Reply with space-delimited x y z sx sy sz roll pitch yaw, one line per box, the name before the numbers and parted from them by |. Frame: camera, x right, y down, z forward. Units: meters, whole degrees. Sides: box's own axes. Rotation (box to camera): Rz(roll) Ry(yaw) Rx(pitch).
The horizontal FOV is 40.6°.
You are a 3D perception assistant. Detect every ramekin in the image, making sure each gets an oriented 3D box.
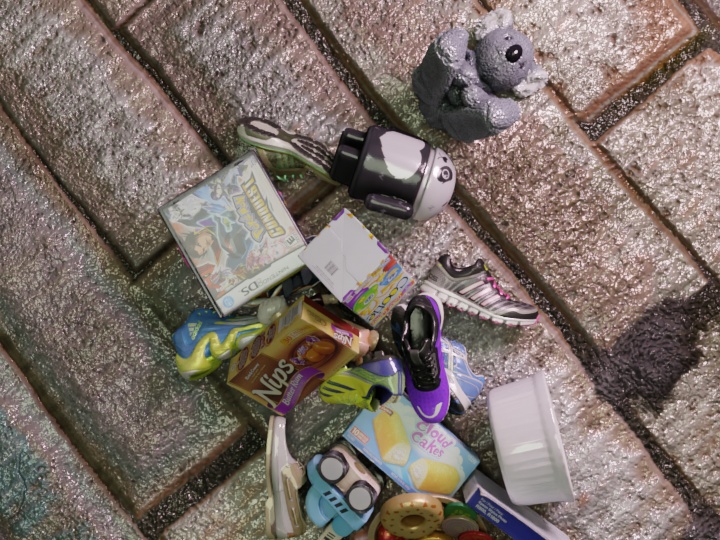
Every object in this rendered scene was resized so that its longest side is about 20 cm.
ramekin | 0.261 0.264 1.503 0.096 0.200 0.203 -14 88 10

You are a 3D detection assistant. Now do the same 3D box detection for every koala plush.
koala plush | 0.198 -0.318 1.551 0.200 0.184 0.178 -41 96 -20

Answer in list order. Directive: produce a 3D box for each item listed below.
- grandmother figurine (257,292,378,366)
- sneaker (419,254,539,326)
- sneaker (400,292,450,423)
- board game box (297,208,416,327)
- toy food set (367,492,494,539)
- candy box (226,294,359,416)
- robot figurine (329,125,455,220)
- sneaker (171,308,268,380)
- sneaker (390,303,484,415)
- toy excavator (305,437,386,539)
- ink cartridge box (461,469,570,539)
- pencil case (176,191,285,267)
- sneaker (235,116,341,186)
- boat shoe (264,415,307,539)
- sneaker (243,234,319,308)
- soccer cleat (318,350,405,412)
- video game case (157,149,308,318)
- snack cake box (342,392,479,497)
grandmother figurine | -0.071 0.090 1.554 0.198 0.061 0.123 20 97 -18
sneaker | 0.199 0.029 1.567 0.197 0.074 0.089 19 96 8
sneaker | 0.092 0.136 1.485 0.069 0.099 0.203 -6 89 14
board game box | 0.000 0.000 1.505 0.103 0.200 0.105 -45 70 1
toy food set | 0.109 0.427 1.533 0.195 0.049 0.202 17 121 -9
candy box | -0.107 0.136 1.524 0.116 0.057 0.200 34 124 -24
robot figurine | 0.054 -0.158 1.549 0.197 0.125 0.152 19 88 -3
sneaker | -0.221 0.092 1.588 0.198 0.076 0.106 -27 76 -9
sneaker | 0.122 0.136 1.580 0.077 0.076 0.201 -34 85 -24
toy excavator | -0.040 0.403 1.572 0.195 0.100 0.200 46 105 3
ink cartridge box | 0.247 0.392 1.495 0.199 0.200 0.041 36 90 4
pencil case | -0.200 -0.062 1.582 0.198 0.088 0.090 -20 88 5
sneaker | -0.121 -0.178 1.604 0.198 0.077 0.089 26 121 2
boat shoe | -0.121 0.334 1.582 0.067 0.075 0.203 -1 97 -1
sneaker | -0.122 0.005 1.584 0.198 0.079 0.079 -29 87 0
soccer cleat | -0.003 0.188 1.526 0.064 0.199 0.085 3 68 -38
video game case | -0.194 -0.056 1.531 0.179 0.026 0.202 -31 90 3
snack cake box | 0.082 0.282 1.572 0.199 0.067 0.115 40 92 3
